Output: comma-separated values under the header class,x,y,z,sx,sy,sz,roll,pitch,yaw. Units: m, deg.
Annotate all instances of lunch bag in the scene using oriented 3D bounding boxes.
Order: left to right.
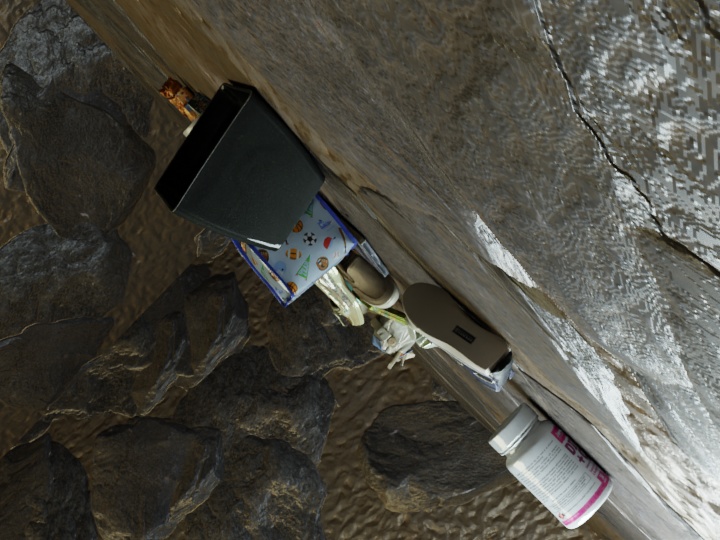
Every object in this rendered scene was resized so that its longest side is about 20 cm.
class,x,y,z,sx,sy,sz,roll,pitch,yaw
lunch bag,-0.133,-0.067,1.552,0.201,0.170,0.124,51,160,2

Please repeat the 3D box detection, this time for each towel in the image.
class,x,y,z,sx,sy,sz,roll,pitch,yaw
towel,0.072,0.090,1.847,0.199,0.018,0.086,25,-171,-38

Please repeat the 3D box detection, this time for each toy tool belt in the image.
class,x,y,z,sx,sy,sz,roll,pitch,yaw
toy tool belt,0.074,0.164,2.022,0.124,0.124,0.200,18,177,-5

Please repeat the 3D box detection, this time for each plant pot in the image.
class,x,y,z,sx,sy,sz,roll,pitch,yaw
plant pot,-0.173,-0.143,1.297,0.177,0.201,0.200,34,-179,-27

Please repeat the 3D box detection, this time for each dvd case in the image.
class,x,y,z,sx,sy,sz,roll,pitch,yaw
dvd case,-0.033,-0.079,1.650,0.200,0.016,0.149,42,175,31

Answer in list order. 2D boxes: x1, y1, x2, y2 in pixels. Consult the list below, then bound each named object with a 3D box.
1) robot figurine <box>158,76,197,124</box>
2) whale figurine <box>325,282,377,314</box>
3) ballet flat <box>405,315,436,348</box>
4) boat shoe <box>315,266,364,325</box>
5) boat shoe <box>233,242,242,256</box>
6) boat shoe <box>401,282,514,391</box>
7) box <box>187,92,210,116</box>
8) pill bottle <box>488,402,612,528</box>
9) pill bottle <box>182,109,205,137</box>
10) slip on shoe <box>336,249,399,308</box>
class,x,y,z,sx,sy,sz,roll,pitch,yaw
robot figurine,-0.379,-0.360,2.012,0.200,0.058,0.145,49,175,-38
whale figurine,0.006,0.042,2.060,0.199,0.105,0.159,12,-161,-49
ballet flat,0.124,0.113,1.641,0.069,0.069,0.200,43,176,24
boat shoe,-0.056,0.048,1.799,0.201,0.062,0.073,59,170,-31
boat shoe,-0.232,-0.096,1.869,0.068,0.073,0.200,54,-151,-10
boat shoe,0.142,0.102,1.259,0.200,0.075,0.093,42,167,33
box,-0.280,-0.288,1.872,0.136,0.038,0.200,41,174,46
pill bottle,0.322,0.331,1.474,0.200,0.113,0.113,44,176,8
pill bottle,-0.246,-0.223,1.674,0.200,0.112,0.112,46,176,-13
slip on shoe,0.000,0.000,1.712,0.060,0.076,0.200,33,-166,-52
